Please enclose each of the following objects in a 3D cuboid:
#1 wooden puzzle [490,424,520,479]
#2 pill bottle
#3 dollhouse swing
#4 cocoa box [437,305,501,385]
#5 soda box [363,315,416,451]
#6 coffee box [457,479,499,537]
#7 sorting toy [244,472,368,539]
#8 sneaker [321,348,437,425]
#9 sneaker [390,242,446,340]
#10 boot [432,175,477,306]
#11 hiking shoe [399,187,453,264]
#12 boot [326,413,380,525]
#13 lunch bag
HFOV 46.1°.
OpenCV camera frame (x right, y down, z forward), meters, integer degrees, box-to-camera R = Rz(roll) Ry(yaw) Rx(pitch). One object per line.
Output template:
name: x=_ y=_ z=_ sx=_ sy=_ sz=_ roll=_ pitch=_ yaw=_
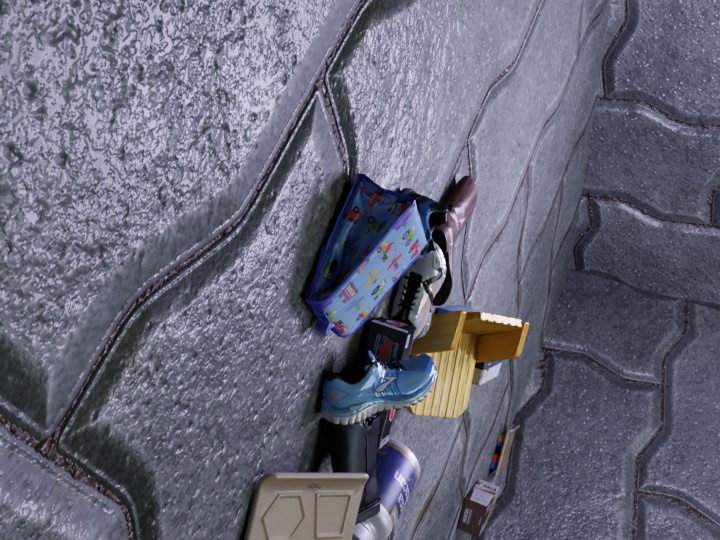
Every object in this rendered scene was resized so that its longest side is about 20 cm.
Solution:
wooden puzzle: x=0.540 y=0.682 z=3.209 sx=0.203 sy=0.046 sz=0.185 roll=-70 pitch=160 yaw=3
pill bottle: x=0.018 y=0.390 z=1.435 sx=0.200 sy=0.109 sz=0.113 roll=-52 pitch=151 yaw=-47
dollhouse swing: x=0.196 y=0.182 z=1.588 sx=0.198 sy=0.180 sz=0.179 roll=13 pitch=73 yaw=-41
cocoa box: x=0.233 y=0.155 z=1.812 sx=0.200 sy=0.131 sz=0.134 roll=2 pitch=103 yaw=-70
soda box: x=0.030 y=0.181 z=1.362 sx=0.063 sy=0.070 sz=0.204 roll=-15 pitch=120 yaw=-73
coffee box: x=0.397 y=0.796 z=2.842 sx=0.199 sy=0.079 sz=0.115 roll=-11 pitch=117 yaw=-69
sorting toy: x=-0.086 y=0.366 z=1.156 sx=0.183 sy=0.036 sz=0.203 roll=11 pitch=98 yaw=-40
sneaker: x=0.031 y=0.158 z=1.255 sx=0.197 sy=0.078 sz=0.092 roll=-17 pitch=109 yaw=-30
sneaker: x=0.094 y=0.041 z=1.434 sx=0.080 sy=0.073 sz=0.203 roll=-38 pitch=139 yaw=-56
boot: x=0.173 y=-0.059 z=1.601 sx=0.201 sy=0.063 sz=0.189 roll=-58 pitch=158 yaw=-49
hiking shoe: x=0.068 y=-0.039 z=1.275 sx=0.075 sy=0.085 sz=0.202 roll=73 pitch=38 yaw=-57
boot: x=-0.042 y=0.303 z=1.268 sx=0.198 sy=0.076 sz=0.172 roll=-11 pitch=101 yaw=-47
lunch bag: x=0.000 y=0.000 z=1.142 sx=0.202 sy=0.093 sz=0.151 roll=-60 pitch=160 yaw=-12
